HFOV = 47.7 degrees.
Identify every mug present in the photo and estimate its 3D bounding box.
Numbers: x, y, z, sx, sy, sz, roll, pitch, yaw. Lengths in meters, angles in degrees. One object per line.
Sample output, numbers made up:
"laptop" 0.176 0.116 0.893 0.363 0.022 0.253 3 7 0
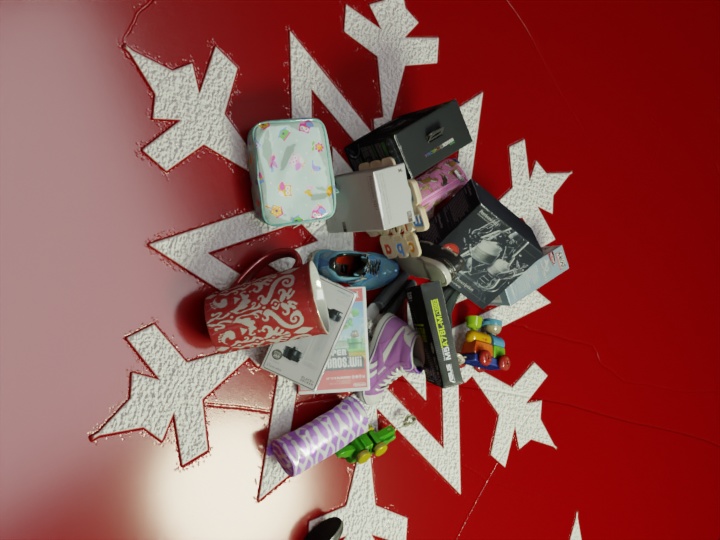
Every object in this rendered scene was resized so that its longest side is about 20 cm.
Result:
"mug" -0.166 0.062 1.458 0.197 0.178 0.135 -15 117 4

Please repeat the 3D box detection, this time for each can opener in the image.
"can opener" 0.042 0.075 1.657 0.200 0.066 0.053 -47 110 -32

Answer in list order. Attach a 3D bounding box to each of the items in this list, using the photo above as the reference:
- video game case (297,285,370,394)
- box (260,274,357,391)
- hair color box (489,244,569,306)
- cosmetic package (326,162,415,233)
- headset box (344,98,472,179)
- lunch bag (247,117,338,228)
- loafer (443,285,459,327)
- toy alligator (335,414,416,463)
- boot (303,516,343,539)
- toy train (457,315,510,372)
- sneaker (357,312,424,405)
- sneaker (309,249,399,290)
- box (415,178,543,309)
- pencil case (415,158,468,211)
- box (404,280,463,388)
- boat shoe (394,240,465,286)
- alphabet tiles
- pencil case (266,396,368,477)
"video game case" -0.055 0.135 1.578 0.141 0.017 0.203 -3 91 -4
"box" -0.095 0.112 1.526 0.115 0.060 0.202 23 83 -1
"hair color box" 0.364 0.010 1.832 0.199 0.099 0.061 -29 104 -29
"cosmetic package" 0.010 -0.135 1.549 0.080 0.199 0.115 -17 98 -31
"headset box" 0.096 -0.249 1.606 0.173 0.199 0.094 -33 107 -27
"lunch bag" -0.125 -0.180 1.523 0.158 0.077 0.203 -9 96 -19
"loafer" 0.166 0.121 1.716 0.202 0.070 0.068 -61 150 -15
"toy alligator" 0.030 0.349 1.650 0.198 0.059 0.055 -17 141 -32
"boot" -0.052 0.602 1.593 0.174 0.069 0.201 41 77 -28
"toy train" 0.240 0.149 1.753 0.198 0.084 0.118 18 69 -42
"sneaker" 0.063 0.198 1.598 0.072 0.114 0.203 -15 128 -48
"sneaker" 0.000 0.000 1.607 0.198 0.089 0.080 2 89 -34
"box" 0.243 -0.053 1.699 0.199 0.105 0.182 33 115 -26
"pencil case" 0.133 -0.159 1.691 0.199 0.087 0.083 -32 70 -26
"box" 0.139 0.121 1.570 0.047 0.200 0.196 -15 89 -6
"boat shoe" 0.128 -0.028 1.607 0.060 0.199 0.075 -35 118 -20
"alphabet tiles" 0.059 -0.120 1.581 0.014 0.199 0.198 -23 101 -32
"pencil case" -0.076 0.313 1.560 0.198 0.085 0.085 -26 127 -31
